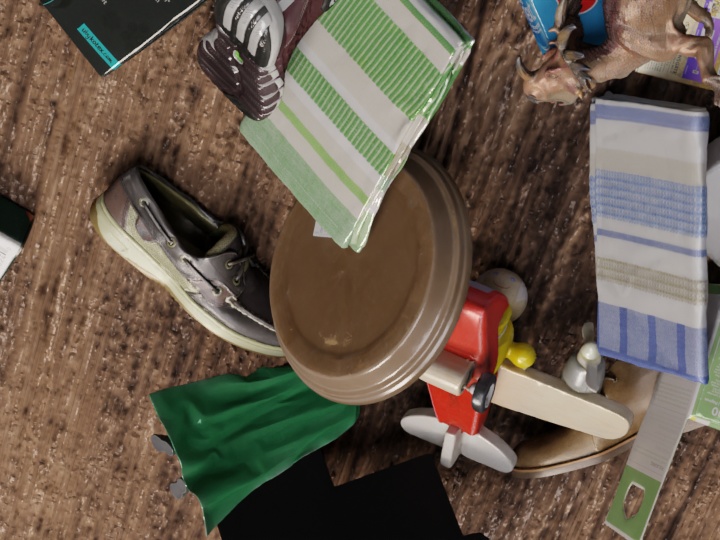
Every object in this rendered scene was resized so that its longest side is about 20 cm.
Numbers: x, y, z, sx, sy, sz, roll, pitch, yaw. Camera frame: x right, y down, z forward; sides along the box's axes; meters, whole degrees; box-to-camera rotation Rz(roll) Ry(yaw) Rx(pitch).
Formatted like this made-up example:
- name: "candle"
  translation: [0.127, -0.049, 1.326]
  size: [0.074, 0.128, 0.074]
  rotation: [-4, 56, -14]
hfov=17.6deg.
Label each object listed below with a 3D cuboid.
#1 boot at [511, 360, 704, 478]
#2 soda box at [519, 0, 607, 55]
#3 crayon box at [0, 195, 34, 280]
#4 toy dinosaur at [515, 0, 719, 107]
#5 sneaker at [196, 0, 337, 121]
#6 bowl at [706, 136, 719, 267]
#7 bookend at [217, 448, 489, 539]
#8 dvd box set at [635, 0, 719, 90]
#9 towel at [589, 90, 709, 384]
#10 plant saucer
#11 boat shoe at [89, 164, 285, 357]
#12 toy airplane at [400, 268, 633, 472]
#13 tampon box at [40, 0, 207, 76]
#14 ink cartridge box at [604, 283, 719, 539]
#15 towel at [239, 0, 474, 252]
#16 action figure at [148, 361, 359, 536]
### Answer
- name: "boot"
  translation: [0.203, 0.106, 1.849]
  size: [0.199, 0.074, 0.076]
  rotation: [-24, 101, 13]
- name: "soda box"
  translation: [0.130, -0.236, 1.628]
  size: [0.068, 0.064, 0.200]
  rotation: [-27, 116, -1]
- name: "crayon box"
  translation: [-0.376, -0.038, 1.841]
  size: [0.200, 0.051, 0.127]
  rotation: [31, 121, -12]
- name: "toy dinosaur"
  translation: [0.190, -0.193, 1.583]
  size: [0.135, 0.086, 0.201]
  rotation: [11, 104, -11]
- name: "sneaker"
  translation: [-0.051, -0.182, 1.675]
  size: [0.115, 0.200, 0.076]
  rotation: [-43, 89, -15]
- name: "bowl"
  translation: [0.349, -0.057, 1.689]
  size: [0.200, 0.075, 0.200]
  rotation: [38, 133, -25]
- name: "bookend"
  translation: [-0.015, 0.196, 1.871]
  size: [0.198, 0.200, 0.092]
  rotation: [-20, 144, -4]
- name: "dvd box set"
  translation: [0.311, -0.187, 1.662]
  size: [0.199, 0.029, 0.147]
  rotation: [13, 123, 1]
- name: "towel"
  translation: [0.212, -0.027, 1.685]
  size: [0.024, 0.147, 0.201]
  rotation: [-6, 99, -25]
- name: "plant saucer"
  translation: [0.000, 0.000, 1.737]
  size: [0.029, 0.201, 0.200]
  rotation: [16, 131, -44]
- name: "boat shoe"
  translation: [-0.117, -0.007, 1.811]
  size: [0.200, 0.073, 0.065]
  rotation: [34, 125, -13]
- name: "toy airplane"
  translation: [0.092, 0.068, 1.806]
  size: [0.200, 0.141, 0.199]
  rotation: [38, 156, -27]
- name: "tampon box"
  translation: [-0.132, -0.260, 1.596]
  size: [0.200, 0.126, 0.150]
  rotation: [-33, 99, 32]
- name: "ink cartridge box"
  translation: [0.246, 0.109, 1.732]
  size: [0.048, 0.146, 0.201]
  rotation: [18, 89, -4]
- name: "towel"
  translation: [-0.005, -0.133, 1.697]
  size: [0.153, 0.023, 0.200]
  rotation: [49, 127, 28]
- name: "action figure"
  translation: [-0.068, 0.114, 1.832]
  size: [0.055, 0.200, 0.119]
  rotation: [-4, 107, 58]
